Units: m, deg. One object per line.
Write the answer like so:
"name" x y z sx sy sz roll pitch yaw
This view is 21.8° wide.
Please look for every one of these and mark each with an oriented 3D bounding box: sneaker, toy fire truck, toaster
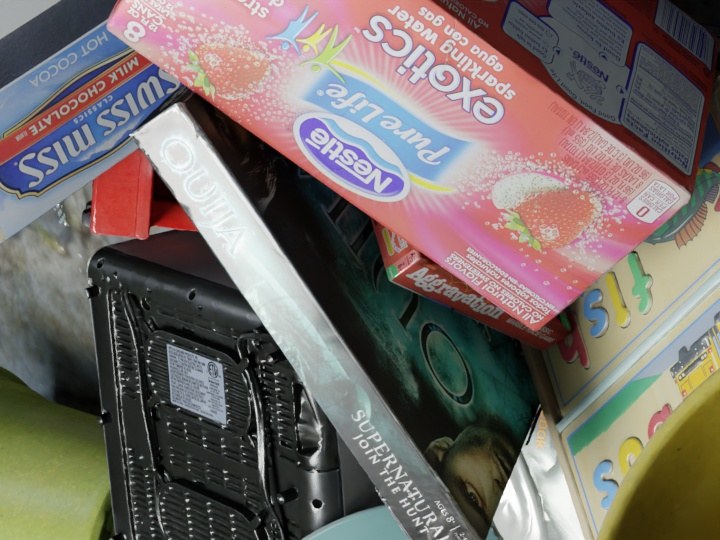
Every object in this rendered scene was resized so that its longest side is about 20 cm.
"sneaker" 0.116 0.139 0.834 0.079 0.074 0.202 -18 95 33
"toy fire truck" -0.067 -0.044 0.939 0.200 0.140 0.049 -111 26 -77
"toaster" -0.037 0.076 0.941 0.199 0.118 0.182 15 117 45

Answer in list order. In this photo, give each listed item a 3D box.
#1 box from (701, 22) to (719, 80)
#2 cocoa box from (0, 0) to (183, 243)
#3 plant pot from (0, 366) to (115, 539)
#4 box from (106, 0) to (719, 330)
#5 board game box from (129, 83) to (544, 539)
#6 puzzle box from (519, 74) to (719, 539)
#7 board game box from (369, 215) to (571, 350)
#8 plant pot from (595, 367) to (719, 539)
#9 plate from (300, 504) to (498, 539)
"box" 0.183 -0.012 0.720 0.199 0.040 0.138 20 119 43
"cocoa box" -0.140 -0.138 0.873 0.133 0.199 0.132 40 160 43
"plant pot" -0.181 0.158 1.103 0.183 0.200 0.202 3 108 35
"box" 0.023 -0.085 0.676 0.199 0.100 0.095 34 131 -13
"board game box" 0.000 0.000 0.734 0.028 0.135 0.201 -28 103 26
"puzzle box" 0.131 0.017 0.706 0.200 0.025 0.134 -52 46 46
"board game box" 0.024 -0.067 0.776 0.019 0.103 0.201 -35 53 27
"plant pot" 0.187 0.124 0.575 0.199 0.201 0.142 11 156 45
"plate" 0.026 0.205 0.876 0.026 0.198 0.202 -127 31 -70
